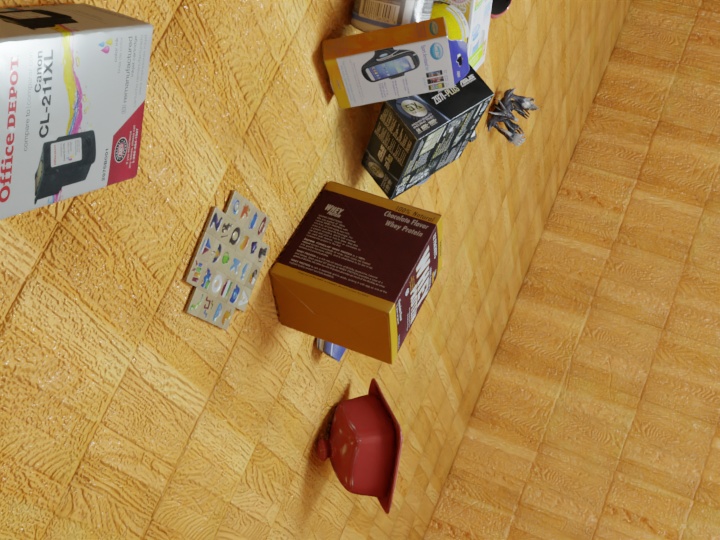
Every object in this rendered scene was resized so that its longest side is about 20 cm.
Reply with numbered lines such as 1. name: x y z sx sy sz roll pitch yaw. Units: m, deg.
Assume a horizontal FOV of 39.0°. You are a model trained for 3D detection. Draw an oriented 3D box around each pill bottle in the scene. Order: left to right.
1. pill bottle: 0.058 -0.436 1.443 0.114 0.113 0.202 -30 136 -63
2. pill bottle: 0.094 -0.361 1.622 0.200 0.108 0.110 -42 146 -56

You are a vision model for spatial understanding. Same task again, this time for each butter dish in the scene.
1. butter dish: -0.012 0.337 1.945 0.200 0.146 0.202 -121 -146 -58

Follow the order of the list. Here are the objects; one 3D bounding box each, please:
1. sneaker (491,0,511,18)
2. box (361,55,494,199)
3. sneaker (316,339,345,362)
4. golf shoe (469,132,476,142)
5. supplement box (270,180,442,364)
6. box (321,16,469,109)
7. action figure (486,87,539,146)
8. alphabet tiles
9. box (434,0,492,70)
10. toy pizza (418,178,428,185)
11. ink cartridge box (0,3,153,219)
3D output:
1. sneaker: 0.294 -0.606 2.063 0.087 0.073 0.202 10 102 -85
2. box: 0.104 -0.226 1.634 0.163 0.086 0.200 -33 167 -22
3. sneaker: 0.007 0.069 1.770 0.201 0.114 0.081 -68 160 -6
4. golf shoe: 0.139 -0.273 1.812 0.199 0.077 0.096 -3 100 -44
5. supplement box: 0.000 0.000 1.555 0.133 0.196 0.201 84 29 -51
6. box: 0.053 -0.295 1.444 0.119 0.198 0.042 69 10 -62
7. action figure: 0.366 -0.368 2.418 0.120 0.102 0.200 -64 165 13
8. alphabet tiles: -0.174 -0.011 1.347 0.200 0.006 0.168 41 68 -70
9. box: 0.163 -0.443 1.755 0.113 0.101 0.201 -51 153 -47
10. toy pizza: 0.127 -0.261 1.938 0.201 0.031 0.201 -56 157 -39
11. ink cartridge box: -0.267 -0.135 0.838 0.200 0.082 0.147 -35 141 -62
